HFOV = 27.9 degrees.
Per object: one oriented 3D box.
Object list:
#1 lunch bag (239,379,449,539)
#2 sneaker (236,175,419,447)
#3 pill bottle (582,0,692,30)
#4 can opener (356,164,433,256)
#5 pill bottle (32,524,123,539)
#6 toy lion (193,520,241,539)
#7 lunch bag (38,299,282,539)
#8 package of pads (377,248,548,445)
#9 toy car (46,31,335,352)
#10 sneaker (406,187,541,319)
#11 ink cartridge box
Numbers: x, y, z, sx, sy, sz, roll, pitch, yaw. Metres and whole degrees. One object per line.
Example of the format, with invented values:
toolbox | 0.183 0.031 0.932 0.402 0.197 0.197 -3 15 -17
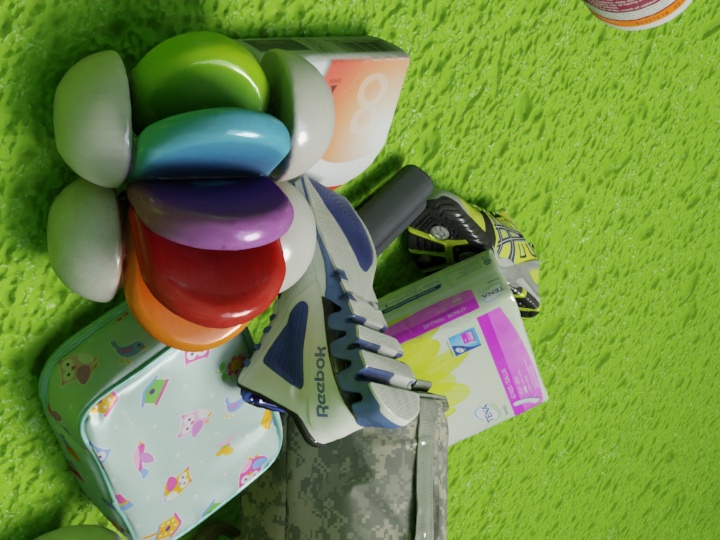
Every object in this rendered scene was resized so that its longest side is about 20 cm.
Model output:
lunch bag | 0.000 0.193 1.170 0.138 0.167 0.202 11 77 -38
sneaker | -0.041 0.039 1.026 0.115 0.201 0.080 -30 149 22
pill bottle | 0.199 -0.284 1.154 0.115 0.114 0.200 -57 148 0
can opener | 0.000 0.000 1.154 0.200 0.067 0.053 -45 168 -28
pill bottle | -0.197 0.300 1.092 0.109 0.109 0.202 -35 126 -30
toy lion | -0.101 0.328 1.246 0.199 0.068 0.193 27 81 -34
lunch bag | -0.139 0.103 1.067 0.160 0.077 0.201 -39 143 -21
package of pads | 0.075 0.084 1.296 0.153 0.069 0.200 -25 143 2
toy car | -0.099 -0.041 0.903 0.173 0.150 0.202 -2 123 -21
sneaker | 0.100 -0.026 1.301 0.200 0.075 0.077 43 46 -50
ink cartridge box | -0.054 -0.071 1.065 0.161 0.050 0.202 -12 123 -47
